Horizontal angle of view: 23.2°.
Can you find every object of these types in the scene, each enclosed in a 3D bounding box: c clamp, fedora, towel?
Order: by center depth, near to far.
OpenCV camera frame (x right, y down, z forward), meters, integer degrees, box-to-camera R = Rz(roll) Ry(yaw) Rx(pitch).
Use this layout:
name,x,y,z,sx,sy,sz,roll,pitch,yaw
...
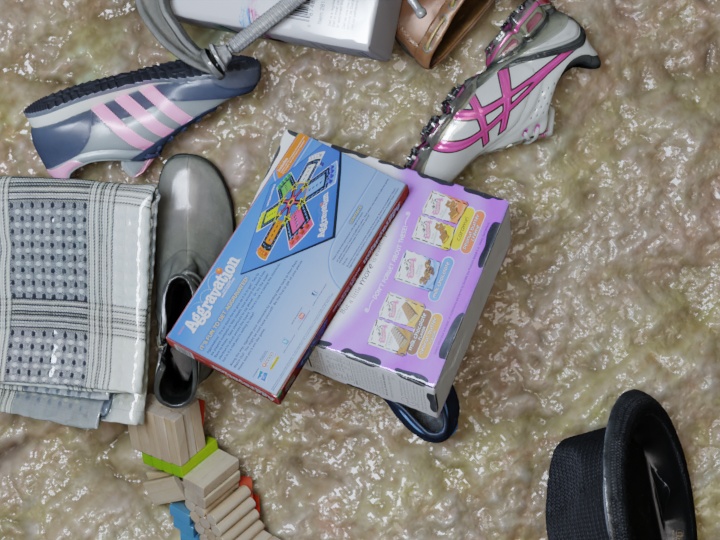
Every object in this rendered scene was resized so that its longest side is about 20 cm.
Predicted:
name,x,y,z,sx,sy,sz,roll,pitch,yaw
c clamp,-0.074,-0.221,1.357,0.199,0.027,0.172,-30,84,12
towel,-0.255,0.025,1.434,0.191,0.034,0.202,4,93,21
fedora,0.207,0.202,1.442,0.091,0.200,0.203,-10,93,29

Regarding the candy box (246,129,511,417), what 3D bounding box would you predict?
name,x,y,z,sx,sy,sz,roll,pitch,yaw
candy box,0.000,0.000,1.400,0.198,0.072,0.169,19,69,14

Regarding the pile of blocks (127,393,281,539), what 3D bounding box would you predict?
name,x,y,z,sx,sy,sz,roll,pitch,yaw
pile of blocks,-0.127,0.183,1.473,0.062,0.082,0.201,-36,106,-42

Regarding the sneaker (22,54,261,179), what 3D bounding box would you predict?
name,x,y,z,sx,sy,sz,roll,pitch,yaw
sneaker,-0.173,-0.124,1.454,0.198,0.070,0.083,-13,110,2

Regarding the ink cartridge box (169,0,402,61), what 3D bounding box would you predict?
name,x,y,z,sx,sy,sz,roll,pitch,yaw
ink cartridge box,-0.064,-0.260,1.413,0.198,0.084,0.146,12,92,13

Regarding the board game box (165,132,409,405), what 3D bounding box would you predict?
name,x,y,z,sx,sy,sz,roll,pitch,yaw
board game box,-0.055,-0.005,1.358,0.102,0.019,0.201,27,71,16

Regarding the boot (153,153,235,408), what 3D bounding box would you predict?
name,x,y,z,sx,sy,sz,roll,pitch,yaw
boot,-0.137,0.005,1.420,0.067,0.131,0.202,0,93,-2

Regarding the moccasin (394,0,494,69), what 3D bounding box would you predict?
name,x,y,z,sx,sy,sz,roll,pitch,yaw
moccasin,0.112,-0.248,1.435,0.201,0.074,0.078,-42,68,0

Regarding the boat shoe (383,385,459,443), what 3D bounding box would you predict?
name,x,y,z,sx,sy,sz,roll,pitch,yaw
boat shoe,0.024,0.051,1.455,0.084,0.069,0.200,-40,89,2

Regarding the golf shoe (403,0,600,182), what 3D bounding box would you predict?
name,x,y,z,sx,sy,sz,roll,pitch,yaw
golf shoe,0.115,-0.129,1.449,0.092,0.073,0.200,40,91,-4
